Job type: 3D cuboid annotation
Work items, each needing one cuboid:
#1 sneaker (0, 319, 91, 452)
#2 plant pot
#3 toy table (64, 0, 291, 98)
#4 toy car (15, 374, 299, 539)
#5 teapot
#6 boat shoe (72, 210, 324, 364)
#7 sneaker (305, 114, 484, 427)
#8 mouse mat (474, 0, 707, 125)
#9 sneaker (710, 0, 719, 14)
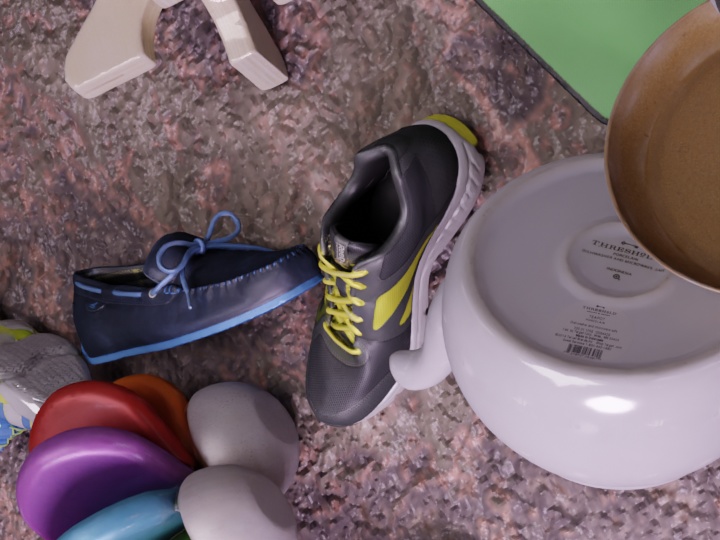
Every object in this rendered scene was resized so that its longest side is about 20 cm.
[{"bbox_3d":[-0.236,0.090,1.521,0.200,0.076,0.105,32,125,52],"label":"sneaker"},{"bbox_3d":[0.222,-0.065,1.152,0.199,0.028,0.201,-11,55,16],"label":"plant pot"},{"bbox_3d":[-0.104,-0.188,1.359,0.200,0.184,0.117,-29,63,26],"label":"toy table"},{"bbox_3d":[-0.137,0.140,1.374,0.175,0.200,0.150,-37,116,21],"label":"toy car"},{"bbox_3d":[0.140,0.045,1.206,0.146,0.197,0.200,84,159,-45],"label":"teapot"},{"bbox_3d":[-0.114,0.009,1.423,0.200,0.084,0.069,-16,95,33],"label":"boat shoe"},{"bbox_3d":[0.000,0.000,1.339,0.074,0.085,0.201,30,110,32],"label":"sneaker"},{"bbox_3d":[0.145,-0.201,1.267,0.161,0.008,0.200,48,119,23],"label":"mouse mat"},{"bbox_3d":[0.247,-0.186,1.136,0.200,0.079,0.096,-43,57,28],"label":"sneaker"}]
